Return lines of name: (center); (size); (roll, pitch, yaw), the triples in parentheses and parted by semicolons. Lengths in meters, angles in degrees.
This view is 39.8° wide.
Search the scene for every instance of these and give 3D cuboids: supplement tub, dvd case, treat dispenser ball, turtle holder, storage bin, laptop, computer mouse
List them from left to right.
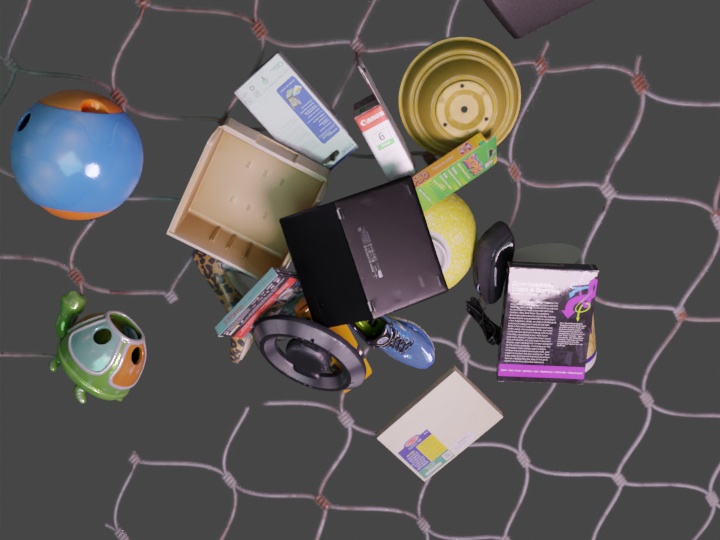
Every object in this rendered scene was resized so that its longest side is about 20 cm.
treat dispenser ball: (-0.440, -0.180, 1.551); (0.200, 0.201, 0.202); (0, 111, 0)
turtle holder: (-0.446, 0.129, 1.717); (0.141, 0.186, 0.132); (23, 114, -43)
storage bin: (-0.177, -0.111, 1.614); (0.199, 0.094, 0.199); (27, 119, -6)
dvd case: (-0.139, 0.060, 1.661); (0.146, 0.200, 0.022); (-46, 66, 15)
laptop: (0.003, -0.025, 1.542); (0.199, 0.116, 0.188); (-20, 96, -11)
computer mouse: (0.218, 0.028, 1.644); (0.046, 0.141, 0.201); (-4, 128, -23)
supplement tub: (0.320, 0.068, 1.678); (0.145, 0.146, 0.201); (-8, 111, 3)

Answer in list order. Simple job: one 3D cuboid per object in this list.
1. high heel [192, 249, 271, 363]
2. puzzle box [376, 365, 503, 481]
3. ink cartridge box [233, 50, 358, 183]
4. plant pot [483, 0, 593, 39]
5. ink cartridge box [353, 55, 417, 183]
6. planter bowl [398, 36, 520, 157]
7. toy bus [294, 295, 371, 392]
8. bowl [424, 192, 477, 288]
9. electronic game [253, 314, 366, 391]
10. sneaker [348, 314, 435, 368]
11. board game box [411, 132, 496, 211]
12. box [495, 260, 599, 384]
high heel: (-0.239, 0.057, 1.722); (0.142, 0.071, 0.201); (19, 112, 4)
puzzle box: (0.143, 0.282, 1.824); (0.200, 0.025, 0.133); (-42, 106, 14)
ink cartridge box: (-0.102, -0.248, 1.613); (0.099, 0.039, 0.200); (-38, 105, 14)
plant pot: (0.242, -0.462, 1.457); (0.199, 0.200, 0.178); (-26, 120, 9)
ink cartridge box: (0.025, -0.234, 1.580); (0.050, 0.109, 0.201); (-27, 108, 9)
planter bowl: (0.162, -0.264, 1.583); (0.199, 0.084, 0.201); (0, 112, 0)
toy bus: (-0.050, 0.117, 1.705); (0.065, 0.078, 0.200); (-35, 122, -10)
bowl: (0.101, -0.036, 1.658); (0.199, 0.108, 0.201); (0, 111, 0)
electronic game: (-0.084, 0.137, 1.635); (0.199, 0.042, 0.200); (17, 148, 11)
sneaker: (0.044, 0.115, 1.725); (0.200, 0.089, 0.079); (33, 109, -12)
board game box: (0.130, -0.145, 1.578); (0.199, 0.096, 0.030); (-31, 68, -5)
box: (0.296, 0.084, 1.588); (0.142, 0.036, 0.201); (3, 112, -1)
